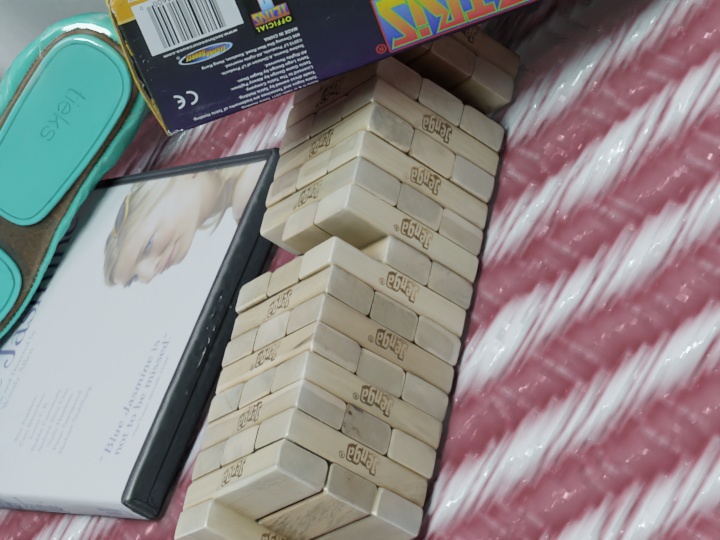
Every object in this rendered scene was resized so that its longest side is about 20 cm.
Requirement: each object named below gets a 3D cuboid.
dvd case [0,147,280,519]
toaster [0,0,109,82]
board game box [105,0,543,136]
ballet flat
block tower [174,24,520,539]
[{"bbox_3d":[-0.100,0.026,1.005,0.200,0.017,0.144,-6,58,60],"label":"dvd case"},{"bbox_3d":[-0.118,-0.150,1.096,0.200,0.129,0.114,-34,36,41],"label":"toaster"},{"bbox_3d":[0.016,-0.138,0.819,0.199,0.057,0.166,-19,34,6],"label":"board game box"},{"bbox_3d":[-0.147,-0.025,1.066,0.200,0.067,0.070,-50,2,18],"label":"ballet flat"},{"bbox_3d":[0.000,0.000,0.810,0.058,0.054,0.201,-28,40,49],"label":"block tower"}]
